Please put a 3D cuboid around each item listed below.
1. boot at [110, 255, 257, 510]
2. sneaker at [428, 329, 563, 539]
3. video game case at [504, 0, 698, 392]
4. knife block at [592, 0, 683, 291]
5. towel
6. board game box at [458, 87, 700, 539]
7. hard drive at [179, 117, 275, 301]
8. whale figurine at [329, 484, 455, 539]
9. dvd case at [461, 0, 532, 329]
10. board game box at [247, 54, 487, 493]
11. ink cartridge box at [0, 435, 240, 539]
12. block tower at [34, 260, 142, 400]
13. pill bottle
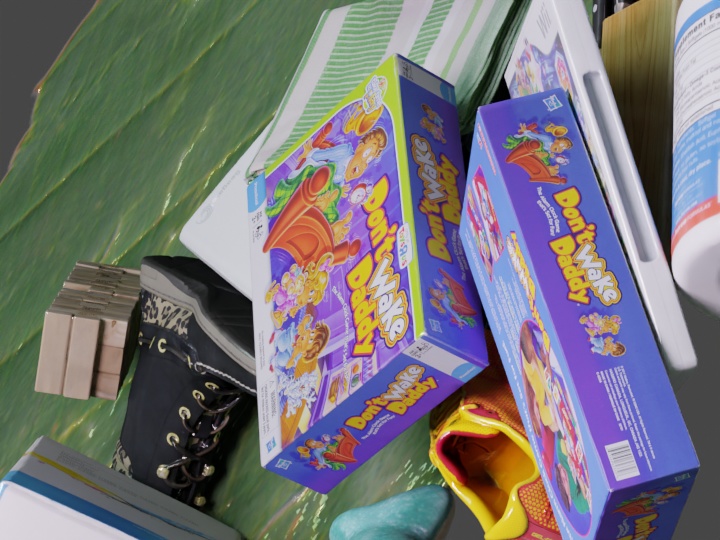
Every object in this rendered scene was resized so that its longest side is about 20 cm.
[{"bbox_3d":[-0.092,0.088,1.626,0.203,0.073,0.155,34,115,57],"label":"boot"},{"bbox_3d":[0.068,0.080,1.380,0.073,0.077,0.200,-60,29,14],"label":"sneaker"},{"bbox_3d":[0.115,-0.029,1.280,0.143,0.018,0.201,105,150,-74],"label":"video game case"},{"bbox_3d":[0.171,-0.104,1.324,0.176,0.064,0.200,-66,27,24],"label":"knife block"},{"bbox_3d":[0.021,-0.122,1.569,0.199,0.023,0.153,-14,43,48],"label":"towel"},{"bbox_3d":[0.101,0.033,1.258,0.135,0.044,0.201,95,160,-65],"label":"board game box"},{"bbox_3d":[-0.028,-0.036,1.589,0.132,0.026,0.200,-50,30,-3],"label":"hard drive"},{"bbox_3d":[0.004,0.182,1.371,0.158,0.104,0.201,-19,37,22],"label":"whale figurine"},{"bbox_3d":[0.050,-0.058,1.556,0.150,0.025,0.201,-7,63,57],"label":"dvd case"},{"bbox_3d":[0.000,0.000,1.416,0.134,0.045,0.201,-40,38,33],"label":"board game box"},{"bbox_3d":[-0.164,0.202,1.528,0.200,0.145,0.148,-108,43,-86],"label":"ink cartridge box"},{"bbox_3d":[-0.177,0.039,1.744,0.200,0.054,0.058,-89,9,-79],"label":"block tower"},{"bbox_3d":[0.203,-0.081,1.237,0.112,0.112,0.201,-30,44,46],"label":"pill bottle"}]
